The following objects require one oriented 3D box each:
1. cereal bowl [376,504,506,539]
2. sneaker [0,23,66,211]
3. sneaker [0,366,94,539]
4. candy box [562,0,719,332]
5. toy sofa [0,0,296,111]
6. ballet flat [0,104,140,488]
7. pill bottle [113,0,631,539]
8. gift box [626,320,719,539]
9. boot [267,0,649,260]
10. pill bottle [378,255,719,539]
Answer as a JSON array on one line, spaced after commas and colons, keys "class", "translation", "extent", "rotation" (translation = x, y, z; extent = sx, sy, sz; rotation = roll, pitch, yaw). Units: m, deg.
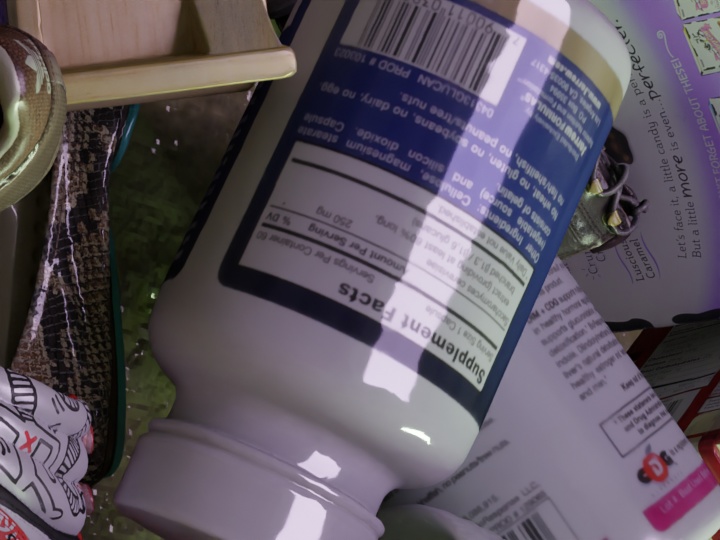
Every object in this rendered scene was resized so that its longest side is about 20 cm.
[{"class": "cereal bowl", "translation": [0.020, 0.182, 0.759], "extent": [0.083, 0.200, 0.201], "rotation": [24, 64, -22]}, {"class": "sneaker", "translation": [-0.171, -0.021, 0.615], "extent": [0.199, 0.076, 0.071], "rotation": [-25, 86, -13]}, {"class": "sneaker", "translation": [-0.098, 0.103, 0.743], "extent": [0.202, 0.067, 0.109], "rotation": [64, 28, -59]}, {"class": "candy box", "translation": [0.124, -0.066, 0.976], "extent": [0.072, 0.199, 0.169], "rotation": [-49, 124, -50]}, {"class": "toy sofa", "translation": [-0.079, -0.150, 0.724], "extent": [0.082, 0.098, 0.202], "rotation": [-8, 99, -17]}, {"class": "ballet flat", "translation": [-0.108, -0.026, 0.789], "extent": [0.075, 0.068, 0.202], "rotation": [10, 78, -25]}, {"class": "pill bottle", "translation": [0.000, 0.000, 0.758], "extent": [0.111, 0.111, 0.201], "rotation": [37, 72, -44]}, {"class": "gift box", "translation": [0.190, 0.118, 0.997], "extent": [0.200, 0.184, 0.187], "rotation": [-44, 110, -42]}, {"class": "boot", "translation": [0.063, -0.084, 0.918], "extent": [0.175, 0.199, 0.069], "rotation": [55, 32, -23]}, {"class": "pill bottle", "translation": [0.033, 0.037, 0.867], "extent": [0.113, 0.113, 0.201], "rotation": [-28, 81, -50]}]
